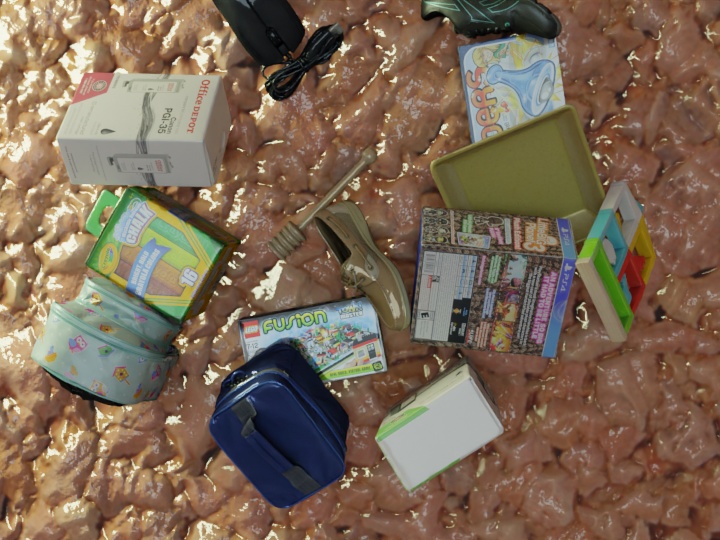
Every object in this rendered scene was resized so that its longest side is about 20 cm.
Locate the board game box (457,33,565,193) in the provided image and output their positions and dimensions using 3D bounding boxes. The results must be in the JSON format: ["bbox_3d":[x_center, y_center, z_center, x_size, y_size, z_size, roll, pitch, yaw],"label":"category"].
[{"bbox_3d":[0.212,-0.215,1.303,0.133,0.034,0.203,-10,94,5],"label":"board game box"}]

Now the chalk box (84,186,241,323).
[{"bbox_3d":[-0.286,-0.036,1.309,0.198,0.124,0.126,30,96,1],"label":"chalk box"}]

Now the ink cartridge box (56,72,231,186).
[{"bbox_3d":[-0.285,-0.191,1.283,0.197,0.148,0.083,1,138,4],"label":"ink cartridge box"}]

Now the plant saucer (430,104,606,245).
[{"bbox_3d":[0.214,-0.108,1.269,0.198,0.049,0.201,-21,121,12],"label":"plant saucer"}]

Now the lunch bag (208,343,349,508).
[{"bbox_3d":[-0.109,0.207,1.283,0.135,0.133,0.201,-34,109,14],"label":"lunch bag"}]

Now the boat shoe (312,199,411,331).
[{"bbox_3d":[0.000,0.000,1.290,0.064,0.071,0.201,-20,68,-28],"label":"boat shoe"}]

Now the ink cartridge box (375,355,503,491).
[{"bbox_3d":[0.106,0.196,1.260,0.145,0.200,0.085,-34,89,6],"label":"ink cartridge box"}]

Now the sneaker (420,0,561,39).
[{"bbox_3d":[0.172,-0.341,1.274,0.198,0.075,0.080,27,97,18],"label":"sneaker"}]

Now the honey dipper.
[{"bbox_3d":[-0.050,-0.095,1.332,0.038,0.038,0.200,45,95,0],"label":"honey dipper"}]

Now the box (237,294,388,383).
[{"bbox_3d":[-0.067,0.104,1.348,0.197,0.035,0.112,-11,93,5],"label":"box"}]

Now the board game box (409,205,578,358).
[{"bbox_3d":[0.170,0.015,1.256,0.197,0.097,0.161,6,125,1],"label":"board game box"}]

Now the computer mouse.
[{"bbox_3d":[-0.128,-0.345,1.295,0.138,0.053,0.200,-40,100,9],"label":"computer mouse"}]

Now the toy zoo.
[{"bbox_3d":[0.340,-0.024,1.245,0.020,0.201,0.132,-8,124,39],"label":"toy zoo"}]

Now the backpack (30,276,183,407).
[{"bbox_3d":[-0.339,0.099,1.285,0.174,0.200,0.155,28,95,2],"label":"backpack"}]
